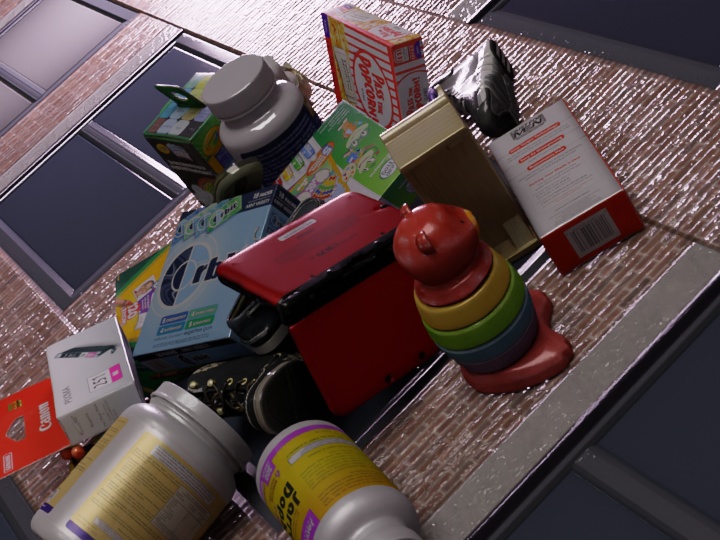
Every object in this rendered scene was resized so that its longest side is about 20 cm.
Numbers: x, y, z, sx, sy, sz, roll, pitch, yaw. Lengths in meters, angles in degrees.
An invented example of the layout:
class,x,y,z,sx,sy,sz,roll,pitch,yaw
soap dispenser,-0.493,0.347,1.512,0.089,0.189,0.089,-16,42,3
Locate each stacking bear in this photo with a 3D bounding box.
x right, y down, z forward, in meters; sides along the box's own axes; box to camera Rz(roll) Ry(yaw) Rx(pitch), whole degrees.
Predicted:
class,x,y,z,sx,sy,sz,roll,pitch,yaw
stacking bear,0.102,0.016,1.290,0.114,0.200,0.122,-30,35,10

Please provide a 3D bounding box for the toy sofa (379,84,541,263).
class,x,y,z,sx,sy,sz,roll,pitch,yaw
toy sofa,0.102,-0.091,1.418,0.083,0.200,0.098,-33,41,7

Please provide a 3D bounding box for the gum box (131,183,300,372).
class,x,y,z,sx,sy,sz,roll,pitch,yaw
gum box,-0.164,0.010,1.540,0.170,0.045,0.200,-14,51,41

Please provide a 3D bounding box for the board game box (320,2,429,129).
class,x,y,z,sx,sy,sz,roll,pitch,yaw
board game box,0.023,-0.242,1.705,0.046,0.152,0.200,-21,29,-19

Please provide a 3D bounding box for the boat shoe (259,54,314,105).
class,x,y,z,sx,sy,sz,roll,pitch,yaw
boat shoe,-0.107,-0.244,1.807,0.075,0.200,0.068,43,81,12

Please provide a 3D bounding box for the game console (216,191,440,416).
class,x,y,z,sx,sy,sz,roll,pitch,yaw
game console,-0.017,0.027,1.380,0.200,0.119,0.172,-31,40,-34

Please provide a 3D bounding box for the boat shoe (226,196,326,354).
class,x,y,z,sx,sy,sz,roll,pitch,yaw
boat shoe,-0.087,-0.006,1.446,0.075,0.062,0.200,-9,47,48

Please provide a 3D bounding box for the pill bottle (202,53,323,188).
class,x,y,z,sx,sy,sz,roll,pitch,yaw
pill bottle,-0.106,-0.168,1.692,0.120,0.200,0.120,-23,37,19

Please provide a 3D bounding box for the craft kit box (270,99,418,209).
class,x,y,z,sx,sy,sz,roll,pitch,yaw
craft kit box,-0.029,-0.082,1.545,0.200,0.048,0.197,-51,38,1

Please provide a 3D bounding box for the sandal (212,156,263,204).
class,x,y,z,sx,sy,sz,roll,pitch,yaw
sandal,-0.142,-0.071,1.653,0.080,0.201,0.057,-35,75,-13

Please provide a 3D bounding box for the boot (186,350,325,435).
class,x,y,z,sx,sy,sz,roll,pitch,yaw
boot,-0.115,0.131,1.393,0.153,0.074,0.204,-12,8,21

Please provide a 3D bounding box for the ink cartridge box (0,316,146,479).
class,x,y,z,sx,sy,sz,roll,pitch,yaw
ink cartridge box,-0.337,0.138,1.521,0.173,0.044,0.200,-24,24,-7

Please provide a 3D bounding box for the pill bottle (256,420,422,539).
class,x,y,z,sx,sy,sz,roll,pitch,yaw
pill bottle,-0.013,0.224,1.235,0.104,0.104,0.200,-42,34,-7

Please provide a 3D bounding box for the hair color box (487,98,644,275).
class,x,y,z,sx,sy,sz,roll,pitch,yaw
hair color box,0.215,-0.092,1.440,0.101,0.061,0.200,-31,36,9

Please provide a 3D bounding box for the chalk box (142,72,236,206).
class,x,y,z,sx,sy,sz,roll,pitch,yaw
chalk box,-0.190,-0.181,1.783,0.125,0.200,0.124,13,58,48

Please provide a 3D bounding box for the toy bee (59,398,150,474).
class,x,y,z,sx,sy,sz,roll,pitch,yaw
toy bee,-0.273,0.208,1.485,0.131,0.109,0.200,-24,36,16

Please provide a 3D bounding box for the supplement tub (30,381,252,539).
class,x,y,z,sx,sy,sz,roll,pitch,yaw
supplement tub,-0.220,0.228,1.379,0.200,0.145,0.145,-50,36,-18

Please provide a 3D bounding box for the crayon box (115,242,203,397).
class,x,y,z,sx,sy,sz,roll,pitch,yaw
crayon box,-0.241,0.054,1.679,0.119,0.058,0.200,-30,35,11

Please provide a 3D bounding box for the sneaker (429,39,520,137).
class,x,y,z,sx,sy,sz,roll,pitch,yaw
sneaker,0.128,-0.197,1.643,0.115,0.075,0.200,-28,25,22
